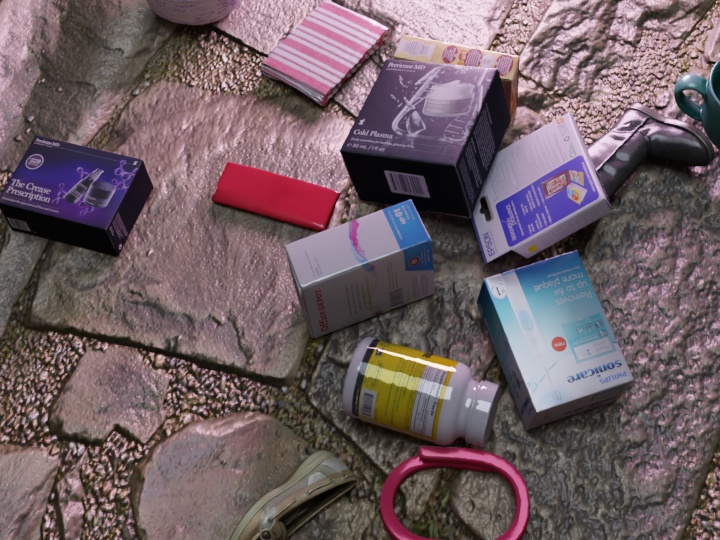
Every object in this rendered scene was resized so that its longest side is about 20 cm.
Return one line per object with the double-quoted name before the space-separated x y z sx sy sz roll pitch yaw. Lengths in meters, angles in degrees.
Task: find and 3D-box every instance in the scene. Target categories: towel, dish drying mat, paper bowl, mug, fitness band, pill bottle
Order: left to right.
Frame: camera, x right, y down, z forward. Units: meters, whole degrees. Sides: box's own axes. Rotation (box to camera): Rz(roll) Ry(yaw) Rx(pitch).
"paper bowl" -0.291 -0.520 1.951 0.197 0.105 0.204 -2 58 4
"dish drying mat" -0.134 -0.117 1.735 0.197 0.018 0.078 16 62 14
"towel" -0.060 -0.379 1.888 0.145 0.030 0.200 30 63 22
"pill bottle" 0.083 0.168 1.478 0.197 0.113 0.114 15 60 14
"fitness band" 0.123 0.307 1.435 0.196 0.038 0.146 3 61 9
"mug" 0.593 -0.256 1.689 0.151 0.115 0.185 -39 61 -17

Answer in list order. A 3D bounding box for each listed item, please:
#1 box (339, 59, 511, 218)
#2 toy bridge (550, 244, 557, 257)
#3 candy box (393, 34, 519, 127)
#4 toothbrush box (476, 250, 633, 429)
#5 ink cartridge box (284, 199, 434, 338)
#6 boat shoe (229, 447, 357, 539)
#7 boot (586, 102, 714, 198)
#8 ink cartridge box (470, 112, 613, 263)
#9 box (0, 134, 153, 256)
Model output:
"box" 0.103 -0.206 1.684 0.197 0.125 0.199 10 57 26
"toy bridge" 0.256 0.025 1.599 0.066 0.027 0.202 16 62 15
"candy box" 0.155 -0.305 1.764 0.197 0.116 0.056 15 61 15
"toothbrush box" 0.263 0.095 1.501 0.144 0.086 0.203 -15 68 -8
"ink cartridge box" 0.000 0.000 1.572 0.197 0.145 0.085 -21 58 -8
"boat shoe" -0.092 0.320 1.427 0.063 0.074 0.200 35 60 29
"boot" 0.414 -0.159 1.673 0.199 0.073 0.181 -39 48 -25
"ink cartridge box" 0.259 -0.118 1.645 0.198 0.047 0.200 -30 45 20
"box" -0.451 -0.121 1.736 0.197 0.079 0.143 13 57 14
